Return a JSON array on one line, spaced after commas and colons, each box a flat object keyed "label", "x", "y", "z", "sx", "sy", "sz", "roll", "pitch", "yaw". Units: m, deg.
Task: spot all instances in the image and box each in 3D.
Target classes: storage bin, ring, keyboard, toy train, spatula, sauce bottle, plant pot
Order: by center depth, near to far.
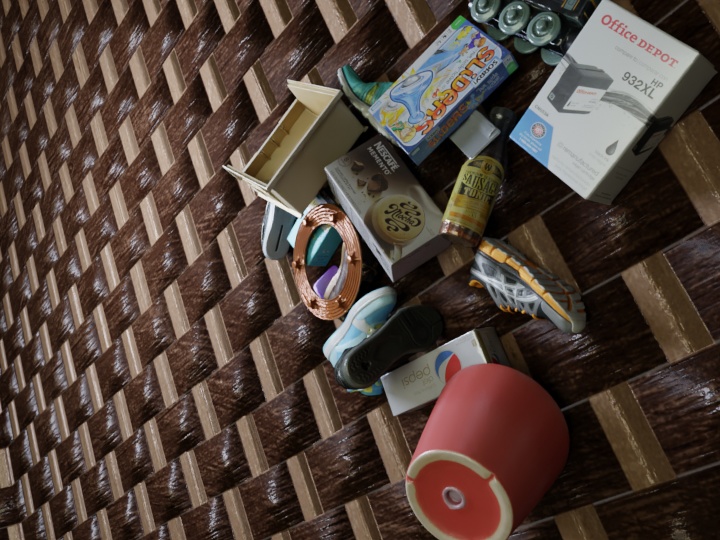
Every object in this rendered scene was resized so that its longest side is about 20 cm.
[{"label": "plant pot", "x": 0.157, "y": 0.251, "z": 0.826, "sx": 0.198, "sy": 0.177, "sz": 0.203, "roll": 12, "pitch": 114, "yaw": 28}, {"label": "toy train", "x": 0.241, "y": -0.364, "z": 0.862, "sx": 0.200, "sy": 0.085, "sz": 0.115, "roll": 41, "pitch": 103, "yaw": 36}, {"label": "sauce bottle", "x": 0.172, "y": -0.136, "z": 0.904, "sx": 0.066, "sy": 0.066, "sz": 0.202, "roll": 15, "pitch": 85, "yaw": 40}, {"label": "keyboard", "x": 0.141, "y": -0.234, "z": 0.945, "sx": 0.056, "sy": 0.011, "sz": 0.201, "roll": -47, "pitch": 41, "yaw": 17}, {"label": "ring", "x": -0.065, "y": -0.015, "z": 1.086, "sx": 0.199, "sy": 0.019, "sz": 0.203, "roll": 5, "pitch": 96, "yaw": 50}, {"label": "storage bin", "x": -0.120, "y": -0.219, "z": 1.103, "sx": 0.201, "sy": 0.094, "sz": 0.198, "roll": -54, "pitch": 41, "yaw": -5}, {"label": "spatula", "x": -0.019, "y": -0.023, "z": 1.126, "sx": 0.057, "sy": 0.020, "sz": 0.201, "roll": 53, "pitch": 121, "yaw": 30}]

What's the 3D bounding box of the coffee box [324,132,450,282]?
[{"label": "coffee box", "x": 0.042, "y": -0.101, "z": 0.991, "sx": 0.112, "sy": 0.080, "sz": 0.201, "roll": -31, "pitch": 69, "yaw": -6}]

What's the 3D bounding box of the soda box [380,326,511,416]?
[{"label": "soda box", "x": 0.127, "y": 0.157, "z": 0.967, "sx": 0.199, "sy": 0.063, "sz": 0.069, "roll": -34, "pitch": 68, "yaw": 36}]

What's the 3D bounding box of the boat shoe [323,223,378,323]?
[{"label": "boat shoe", "x": 0.000, "y": 0.000, "z": 1.079, "sx": 0.070, "sy": 0.070, "sz": 0.202, "roll": 46, "pitch": 127, "yaw": 40}]

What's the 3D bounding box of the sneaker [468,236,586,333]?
[{"label": "sneaker", "x": 0.228, "y": 0.031, "z": 0.873, "sx": 0.200, "sy": 0.078, "sz": 0.078, "roll": 46, "pitch": 118, "yaw": 44}]

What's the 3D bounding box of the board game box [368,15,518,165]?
[{"label": "board game box", "x": 0.119, "y": -0.271, "z": 0.940, "sx": 0.200, "sy": 0.034, "sz": 0.136, "roll": -44, "pitch": 50, "yaw": 10}]

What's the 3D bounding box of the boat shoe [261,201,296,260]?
[{"label": "boat shoe", "x": -0.156, "y": -0.123, "z": 1.215, "sx": 0.071, "sy": 0.071, "sz": 0.202, "roll": 30, "pitch": 102, "yaw": 55}]

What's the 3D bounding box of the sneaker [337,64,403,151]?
[{"label": "sneaker", "x": 0.035, "y": -0.285, "z": 1.060, "sx": 0.080, "sy": 0.077, "sz": 0.200, "roll": -46, "pitch": 65, "yaw": 11}]

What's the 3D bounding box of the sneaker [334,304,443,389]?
[{"label": "sneaker", "x": 0.037, "y": 0.122, "z": 0.983, "sx": 0.077, "sy": 0.198, "sz": 0.114, "roll": 56, "pitch": 151, "yaw": 0}]

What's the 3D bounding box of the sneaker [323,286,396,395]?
[{"label": "sneaker", "x": 0.023, "y": 0.129, "z": 1.052, "sx": 0.201, "sy": 0.079, "sz": 0.131, "roll": -54, "pitch": 55, "yaw": 38}]

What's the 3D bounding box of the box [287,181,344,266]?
[{"label": "box", "x": -0.054, "y": -0.109, "z": 1.140, "sx": 0.082, "sy": 0.049, "sz": 0.201, "roll": 49, "pitch": 120, "yaw": 30}]

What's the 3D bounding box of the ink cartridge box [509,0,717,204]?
[{"label": "ink cartridge box", "x": 0.310, "y": -0.208, "z": 0.791, "sx": 0.145, "sy": 0.083, "sz": 0.201, "roll": 49, "pitch": 120, "yaw": 31}]
